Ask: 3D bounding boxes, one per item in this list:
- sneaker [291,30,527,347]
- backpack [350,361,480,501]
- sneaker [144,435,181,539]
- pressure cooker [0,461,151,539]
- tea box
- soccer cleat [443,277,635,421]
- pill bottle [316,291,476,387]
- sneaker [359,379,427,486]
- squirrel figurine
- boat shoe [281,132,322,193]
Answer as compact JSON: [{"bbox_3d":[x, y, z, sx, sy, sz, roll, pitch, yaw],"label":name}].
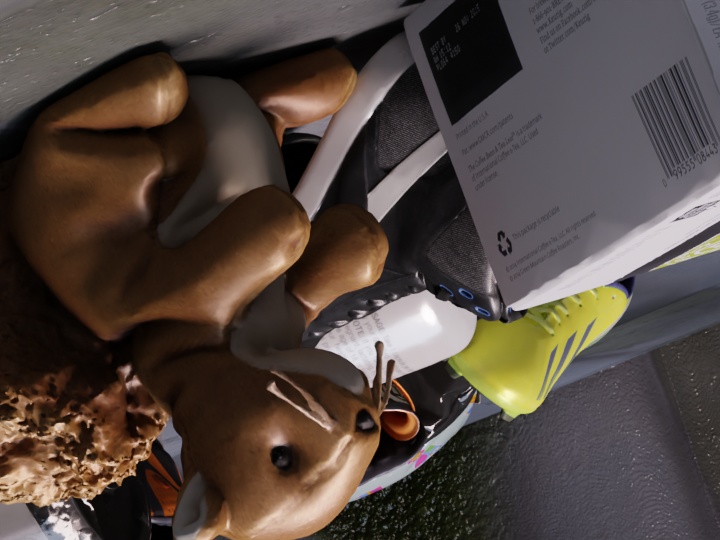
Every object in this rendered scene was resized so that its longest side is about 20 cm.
[{"bbox_3d":[0.017,0.003,1.226,0.073,0.112,0.200,-36,161,-45],"label":"sneaker"},{"bbox_3d":[-0.011,0.070,1.666,0.166,0.127,0.200,-21,179,-8],"label":"backpack"},{"bbox_3d":[-0.173,0.121,1.616,0.199,0.112,0.078,10,119,-38],"label":"sneaker"},{"bbox_3d":[-0.215,0.095,1.314,0.199,0.179,0.176,-21,133,8],"label":"pressure cooker"},{"bbox_3d":[0.156,-0.093,1.100,0.196,0.134,0.200,-17,172,-26],"label":"tea box"},{"bbox_3d":[0.099,0.021,1.502,0.084,0.065,0.200,-48,175,22],"label":"soccer cleat"},{"bbox_3d":[0.000,0.000,1.417,0.199,0.115,0.114,-21,172,10],"label":"pill bottle"},{"bbox_3d":[0.013,0.042,1.506,0.077,0.112,0.200,37,88,-37],"label":"sneaker"},{"bbox_3d":[-0.077,0.028,1.136,0.199,0.188,0.141,-24,172,25],"label":"squirrel figurine"},{"bbox_3d":[-0.085,-0.006,1.257,0.200,0.069,0.057,-39,-178,-40],"label":"boat shoe"}]
